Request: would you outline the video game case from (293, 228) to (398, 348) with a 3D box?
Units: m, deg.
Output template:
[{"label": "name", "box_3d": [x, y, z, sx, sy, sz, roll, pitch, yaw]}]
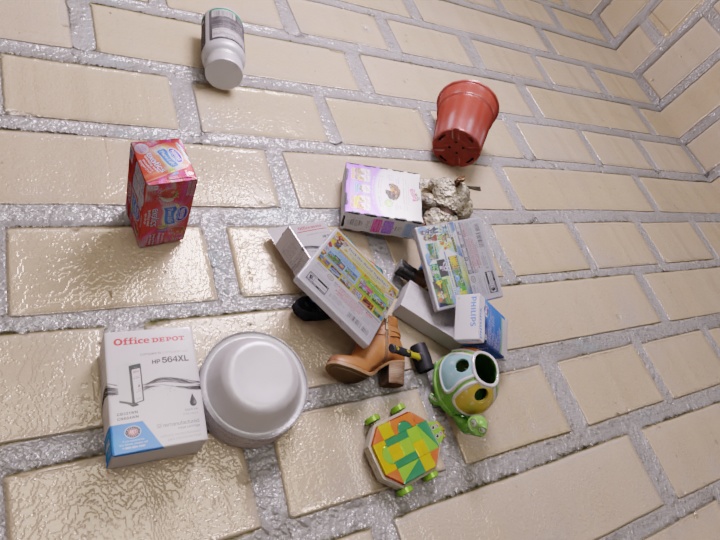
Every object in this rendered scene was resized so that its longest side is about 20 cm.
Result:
[{"label": "video game case", "box_3d": [-0.023, 0.033, 1.103, 0.200, 0.023, 0.182, 44, 43, -9]}]

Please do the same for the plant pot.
[{"label": "plant pot", "box_3d": [0.309, -0.437, 1.624, 0.199, 0.201, 0.197, 27, 58, -11]}]

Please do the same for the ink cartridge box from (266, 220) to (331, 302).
[{"label": "ink cartridge box", "box_3d": [-0.104, -0.040, 1.171, 0.116, 0.068, 0.201, -16, 65, -51]}]

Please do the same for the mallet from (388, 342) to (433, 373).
[{"label": "mallet", "box_3d": [0.101, 0.167, 1.120, 0.200, 0.041, 0.066, 38, 31, -55]}]

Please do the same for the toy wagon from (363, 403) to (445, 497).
[{"label": "toy wagon", "box_3d": [0.100, 0.345, 1.062, 0.198, 0.040, 0.156, -13, 67, -35]}]

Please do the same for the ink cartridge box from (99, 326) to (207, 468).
[{"label": "ink cartridge box", "box_3d": [-0.344, 0.202, 0.876, 0.145, 0.084, 0.202, -2, 61, -31]}]

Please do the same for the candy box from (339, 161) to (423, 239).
[{"label": "candy box", "box_3d": [0.052, -0.176, 1.341, 0.198, 0.072, 0.169, 8, 54, -9]}]

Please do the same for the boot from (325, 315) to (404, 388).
[{"label": "boot", "box_3d": [0.012, 0.154, 1.110, 0.198, 0.077, 0.157, 13, 59, -28]}]

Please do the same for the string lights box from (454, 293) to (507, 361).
[{"label": "string lights box", "box_3d": [0.280, 0.134, 1.214, 0.200, 0.058, 0.104, 35, 55, -51]}]

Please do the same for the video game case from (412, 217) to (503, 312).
[{"label": "video game case", "box_3d": [0.230, -0.017, 1.252, 0.180, 0.022, 0.202, -10, 79, -19]}]

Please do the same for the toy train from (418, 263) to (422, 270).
[{"label": "toy train", "box_3d": [0.245, 0.007, 1.323, 0.199, 0.114, 0.087, 35, 68, -5]}]

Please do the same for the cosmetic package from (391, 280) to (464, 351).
[{"label": "cosmetic package", "box_3d": [0.177, 0.114, 1.255, 0.199, 0.051, 0.083, 33, 51, -6]}]

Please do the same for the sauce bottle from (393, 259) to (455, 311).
[{"label": "sauce bottle", "box_3d": [0.172, 0.043, 1.294, 0.199, 0.065, 0.065, 32, 49, -5]}]

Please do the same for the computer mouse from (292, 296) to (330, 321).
[{"label": "computer mouse", "box_3d": [-0.060, 0.088, 1.156, 0.198, 0.034, 0.059, 5, 34, -33]}]

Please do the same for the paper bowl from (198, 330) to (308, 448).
[{"label": "paper bowl", "box_3d": [-0.189, 0.204, 0.952, 0.199, 0.104, 0.203, 14, 54, -20]}]

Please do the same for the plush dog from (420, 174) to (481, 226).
[{"label": "plush dog", "box_3d": [0.224, -0.155, 1.421, 0.198, 0.160, 0.174, 20, 78, -14]}]

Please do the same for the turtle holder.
[{"label": "turtle holder", "box_3d": [0.225, 0.249, 1.137, 0.141, 0.132, 0.186, 39, 48, -1]}]

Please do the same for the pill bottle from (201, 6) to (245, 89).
[{"label": "pill bottle", "box_3d": [-0.355, -0.574, 1.378, 0.112, 0.113, 0.202, 7, 56, -26]}]

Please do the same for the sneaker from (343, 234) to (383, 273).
[{"label": "sneaker", "box_3d": [0.000, 0.000, 1.228, 0.079, 0.071, 0.201, -8, 61, -49]}]

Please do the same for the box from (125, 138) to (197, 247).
[{"label": "box", "box_3d": [-0.382, -0.144, 1.012, 0.095, 0.200, 0.100, -14, 66, -33]}]
